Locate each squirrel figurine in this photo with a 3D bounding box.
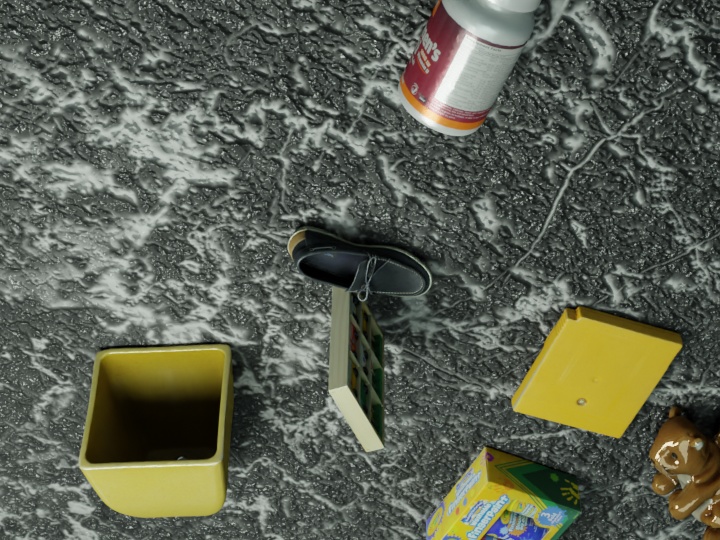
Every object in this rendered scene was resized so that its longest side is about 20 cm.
[{"bbox_3d":[0.513,0.273,1.974,0.199,0.142,0.188,-31,115,8],"label":"squirrel figurine"}]

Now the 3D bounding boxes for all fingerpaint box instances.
[{"bbox_3d":[0.217,0.380,2.088,0.165,0.074,0.201,20,129,-17],"label":"fingerpaint box"}]

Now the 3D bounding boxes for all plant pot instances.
[{"bbox_3d":[-0.268,0.246,1.905,0.191,0.197,0.201,-2,138,3],"label":"plant pot"}]

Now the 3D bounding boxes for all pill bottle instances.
[{"bbox_3d":[0.125,-0.257,1.501,0.108,0.110,0.201,16,130,-14],"label":"pill bottle"}]

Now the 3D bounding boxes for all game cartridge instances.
[{"bbox_3d":[0.330,0.143,1.910,0.174,0.033,0.201,15,128,-13],"label":"game cartridge"}]

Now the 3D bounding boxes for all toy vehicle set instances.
[{"bbox_3d":[-0.003,0.120,1.776,0.026,0.201,0.125,-16,131,15],"label":"toy vehicle set"}]

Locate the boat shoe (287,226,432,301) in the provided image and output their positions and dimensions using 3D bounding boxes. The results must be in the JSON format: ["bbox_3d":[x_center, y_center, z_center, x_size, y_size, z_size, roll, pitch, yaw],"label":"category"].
[{"bbox_3d":[0.000,0.000,1.761,0.198,0.063,0.075,17,123,-15],"label":"boat shoe"}]
